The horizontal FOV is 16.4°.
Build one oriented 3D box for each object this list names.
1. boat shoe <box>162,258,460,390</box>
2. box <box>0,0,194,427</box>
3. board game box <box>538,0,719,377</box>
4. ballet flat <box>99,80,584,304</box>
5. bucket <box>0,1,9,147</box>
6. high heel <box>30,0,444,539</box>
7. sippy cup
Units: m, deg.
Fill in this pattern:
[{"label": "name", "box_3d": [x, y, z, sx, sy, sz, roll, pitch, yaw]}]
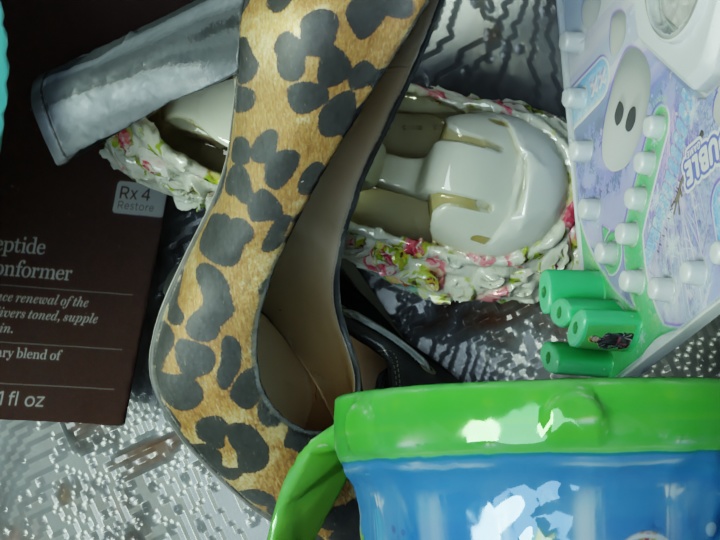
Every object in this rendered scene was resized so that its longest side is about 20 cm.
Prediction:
[{"label": "boat shoe", "box_3d": [0.011, 0.064, 0.866, 0.200, 0.068, 0.072, 45, 106, 7]}, {"label": "box", "box_3d": [-0.120, -0.050, 0.876, 0.075, 0.100, 0.201, 22, 104, 54]}, {"label": "board game box", "box_3d": [0.093, -0.088, 0.735, 0.026, 0.200, 0.201, 5, 68, -19]}, {"label": "ballet flat", "box_3d": [0.007, -0.033, 0.827, 0.199, 0.064, 0.076, 11, 83, -2]}, {"label": "bucket", "box_3d": [-0.211, -0.064, 0.751, 0.135, 0.206, 0.208, 24, 106, 55]}, {"label": "high heel", "box_3d": [0.000, 0.000, 0.769, 0.142, 0.071, 0.201, -21, 107, 28]}, {"label": "sippy cup", "box_3d": [0.060, 0.100, 0.721, 0.139, 0.178, 0.131, 2, 84, -23]}]
